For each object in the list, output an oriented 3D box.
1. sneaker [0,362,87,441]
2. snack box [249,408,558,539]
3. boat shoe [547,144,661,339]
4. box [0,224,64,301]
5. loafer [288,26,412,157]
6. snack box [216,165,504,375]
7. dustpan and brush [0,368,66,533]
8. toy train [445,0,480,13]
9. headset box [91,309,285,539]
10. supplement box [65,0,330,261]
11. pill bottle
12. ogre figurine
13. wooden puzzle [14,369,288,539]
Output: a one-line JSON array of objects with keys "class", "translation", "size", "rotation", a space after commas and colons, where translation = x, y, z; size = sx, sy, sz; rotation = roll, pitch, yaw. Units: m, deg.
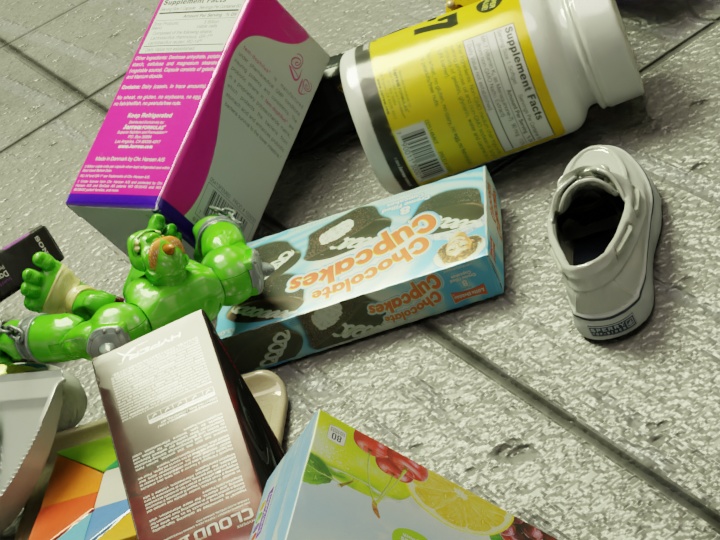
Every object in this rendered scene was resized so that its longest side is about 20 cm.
[{"class": "sneaker", "translation": [-0.271, 0.082, 1.634], "size": [0.200, 0.076, 0.105], "rotation": [-12, 32, 24]}, {"class": "snack box", "translation": [0.037, 0.183, 1.128], "size": [0.068, 0.200, 0.169], "rotation": [-55, 11, 35]}, {"class": "boat shoe", "translation": [0.157, -0.037, 1.511], "size": [0.073, 0.065, 0.200], "rotation": [-19, 31, 11]}, {"class": "box", "translation": [-0.324, 0.044, 1.687], "size": [0.200, 0.036, 0.143], "rotation": [-38, 7, -40]}, {"class": "loafer", "translation": [-0.018, -0.134, 1.808], "size": [0.200, 0.068, 0.070], "rotation": [-21, -7, 21]}, {"class": "snack box", "translation": [0.000, 0.000, 1.597], "size": [0.200, 0.037, 0.116], "rotation": [-18, 32, 13]}, {"class": "dustpan and brush", "translation": [-0.268, 0.159, 1.499], "size": [0.139, 0.057, 0.201], "rotation": [-6, 71, 33]}, {"class": "toy train", "translation": [0.116, -0.239, 1.776], "size": [0.056, 0.200, 0.150], "rotation": [-19, -14, -40]}, {"class": "headset box", "translation": [-0.072, 0.145, 1.283], "size": [0.077, 0.149, 0.200], "rotation": [-25, 42, 1]}, {"class": "supplement box", "translation": [-0.119, -0.106, 1.727], "size": [0.103, 0.101, 0.200], "rotation": [4, 62, 40]}, {"class": "pill bottle", "translation": [0.096, -0.138, 1.668], "size": [0.200, 0.114, 0.114], "rotation": [-19, 30, 9]}, {"class": "ogre figurine", "translation": [-0.142, 0.016, 1.566], "size": [0.200, 0.098, 0.120], "rotation": [-7, 13, -37]}, {"class": "wooden puzzle", "translation": [-0.141, 0.145, 1.475], "size": [0.185, 0.037, 0.200], "rotation": [-18, 31, 13]}]
